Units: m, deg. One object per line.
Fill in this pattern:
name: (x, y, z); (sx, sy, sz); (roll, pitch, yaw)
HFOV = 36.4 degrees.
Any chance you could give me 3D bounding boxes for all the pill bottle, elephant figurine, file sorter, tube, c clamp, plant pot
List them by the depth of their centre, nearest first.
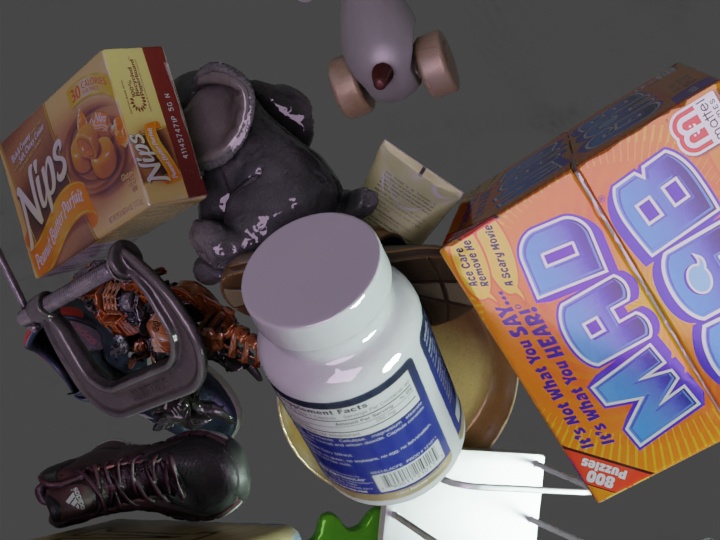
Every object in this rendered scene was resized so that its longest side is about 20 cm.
pill bottle: (-0.003, 0.063, 0.746); (0.115, 0.116, 0.201); (-11, 136, 12)
c clamp: (-0.198, 0.033, 0.816); (0.199, 0.027, 0.172); (-15, 103, 43)
file sorter: (0.095, 0.247, 0.842); (0.137, 0.124, 0.202); (6, 89, -20)
elephant figurine: (-0.102, -0.101, 0.844); (0.154, 0.141, 0.202); (-19, 84, -15)
plant pot: (0.029, 0.089, 0.885); (0.198, 0.028, 0.202); (-4, 110, -11)
tube: (0.000, 0.000, 0.888); (0.058, 0.052, 0.201); (22, 106, -36)

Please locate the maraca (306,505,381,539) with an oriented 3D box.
maraca: (-0.009, 0.299, 0.927); (0.136, 0.107, 0.202); (-2, 99, -24)

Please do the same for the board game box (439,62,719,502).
board game box: (0.198, -0.003, 0.772); (0.199, 0.200, 0.201); (-31, 96, 15)

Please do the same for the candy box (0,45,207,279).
candy box: (-0.202, -0.077, 0.832); (0.199, 0.055, 0.116); (-22, 83, 49)

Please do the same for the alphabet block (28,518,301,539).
alphabet block: (-0.167, 0.298, 0.824); (0.195, 0.200, 0.197); (-5, 83, 21)

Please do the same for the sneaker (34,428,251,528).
sneaker: (-0.189, 0.181, 0.890); (0.199, 0.115, 0.076); (-12, 91, 38)

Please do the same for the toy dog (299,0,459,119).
toy dog: (-0.001, -0.202, 0.810); (0.132, 0.096, 0.200); (-37, 95, 15)

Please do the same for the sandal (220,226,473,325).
sandal: (-0.004, -0.002, 0.805); (0.198, 0.054, 0.081); (1, 139, -9)

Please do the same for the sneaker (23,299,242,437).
sneaker: (-0.195, 0.095, 0.920); (0.199, 0.085, 0.075); (30, 106, 1)

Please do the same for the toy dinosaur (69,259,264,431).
toy dinosaur: (-0.140, 0.053, 0.843); (0.102, 0.200, 0.136); (-36, 137, -19)

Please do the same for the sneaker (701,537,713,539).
sneaker: (0.318, 0.276, 0.882); (0.198, 0.074, 0.119); (-6, 109, 13)
